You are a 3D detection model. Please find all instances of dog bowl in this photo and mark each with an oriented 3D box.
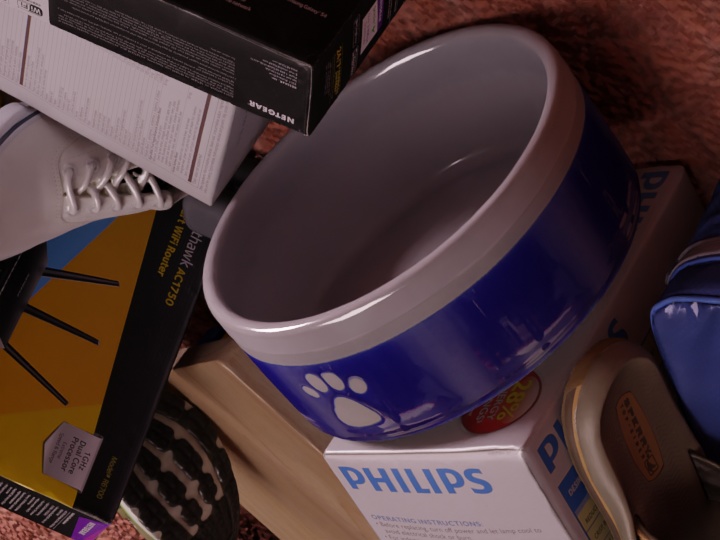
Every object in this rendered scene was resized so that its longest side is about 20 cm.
[{"bbox_3d":[0.028,-0.019,1.179,0.199,0.200,0.079,-8,131,44],"label":"dog bowl"}]

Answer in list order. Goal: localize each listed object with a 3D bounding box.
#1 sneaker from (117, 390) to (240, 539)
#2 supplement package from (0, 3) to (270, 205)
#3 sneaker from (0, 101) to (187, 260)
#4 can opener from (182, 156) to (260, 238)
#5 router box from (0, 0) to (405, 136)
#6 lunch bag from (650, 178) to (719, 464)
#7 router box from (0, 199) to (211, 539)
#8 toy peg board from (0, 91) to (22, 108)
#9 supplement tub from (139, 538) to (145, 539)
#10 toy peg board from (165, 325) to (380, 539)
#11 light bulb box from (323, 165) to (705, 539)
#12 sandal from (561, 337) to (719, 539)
[{"bbox_3d":[-0.151,0.095,1.440,0.200,0.077,0.089,45,149,-5],"label":"sneaker"},{"bbox_3d":[-0.125,-0.145,1.229,0.199,0.110,0.114,29,145,6],"label":"supplement package"},{"bbox_3d":[-0.131,-0.055,1.273,0.071,0.200,0.073,15,122,32],"label":"sneaker"},{"bbox_3d":[0.000,0.000,1.355,0.199,0.053,0.067,22,143,19],"label":"can opener"},{"bbox_3d":[-0.075,-0.160,1.136,0.199,0.149,0.051,25,144,13],"label":"router box"},{"bbox_3d":[0.221,0.049,1.165,0.135,0.133,0.200,4,135,36],"label":"lunch bag"},{"bbox_3d":[-0.172,0.024,1.359,0.149,0.201,0.051,25,152,-12],"label":"router box"},{"bbox_3d":[-0.261,-0.098,1.291,0.199,0.200,0.098,24,157,13],"label":"toy peg board"},{"bbox_3d":[-0.067,0.228,1.634,0.199,0.107,0.107,0,134,40],"label":"supplement tub"},{"bbox_3d":[-0.015,0.088,1.462,0.200,0.098,0.199,43,160,-13],"label":"toy peg board"},{"bbox_3d":[0.113,0.088,1.243,0.124,0.199,0.200,-4,130,40],"label":"light bulb box"},{"bbox_3d":[0.155,0.116,1.149,0.054,0.080,0.201,-2,126,43],"label":"sandal"}]
